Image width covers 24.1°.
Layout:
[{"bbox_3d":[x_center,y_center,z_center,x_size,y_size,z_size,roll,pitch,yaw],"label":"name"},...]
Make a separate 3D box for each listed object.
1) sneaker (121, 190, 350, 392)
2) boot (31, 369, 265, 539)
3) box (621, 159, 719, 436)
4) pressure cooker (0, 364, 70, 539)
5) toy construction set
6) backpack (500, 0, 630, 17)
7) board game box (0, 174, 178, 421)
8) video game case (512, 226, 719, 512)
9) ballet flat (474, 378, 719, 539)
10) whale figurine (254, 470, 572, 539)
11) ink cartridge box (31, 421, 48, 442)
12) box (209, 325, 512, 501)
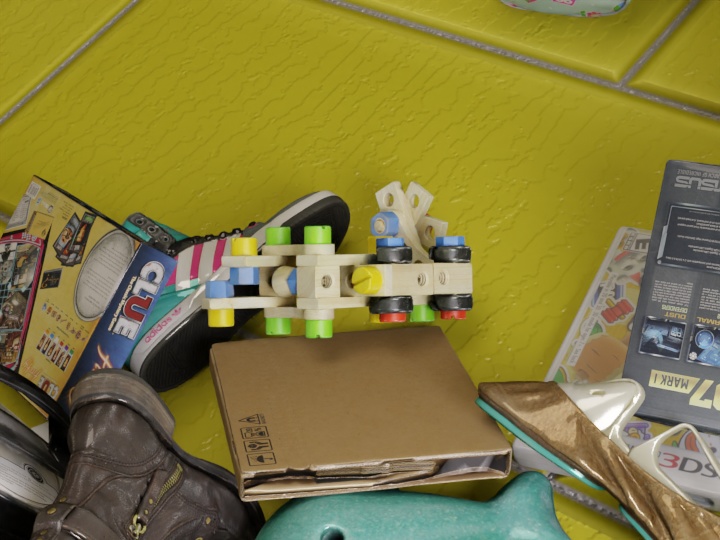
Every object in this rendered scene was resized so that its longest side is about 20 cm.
[{"bbox_3d":[-0.113,-0.011,1.240,0.200,0.084,0.121,-39,55,-16],"label":"sneaker"},{"bbox_3d":[-0.129,0.173,0.963,0.069,0.200,0.175,-19,38,24],"label":"boot"},{"bbox_3d":[0.262,0.027,0.991,0.199,0.051,0.159,9,83,29],"label":"box"},{"bbox_3d":[-0.264,0.141,1.006,0.178,0.176,0.200,40,93,10],"label":"pressure cooker"},{"bbox_3d":[0.000,0.000,1.155,0.131,0.093,0.199,-2,14,43],"label":"toy construction set"},{"bbox_3d":[0.180,-0.294,1.339,0.198,0.176,0.154,3,65,22],"label":"backpack"},{"bbox_3d":[-0.216,0.020,1.205,0.200,0.034,0.136,28,90,54],"label":"board game box"},{"bbox_3d":[0.216,0.060,1.080,0.181,0.023,0.201,10,51,29],"label":"video game case"},{"bbox_3d":[0.160,0.110,0.978,0.200,0.068,0.072,40,96,22],"label":"ballet flat"},{"bbox_3d":[0.027,0.169,0.983,0.199,0.104,0.160,-19,48,-2],"label":"whale figurine"},{"bbox_3d":[-0.226,0.156,1.146,0.199,0.039,0.100,-21,43,-1],"label":"ink cartridge box"},{"bbox_3d":[-0.006,0.085,1.061,0.162,0.021,0.200,-4,20,-9],"label":"box"}]
